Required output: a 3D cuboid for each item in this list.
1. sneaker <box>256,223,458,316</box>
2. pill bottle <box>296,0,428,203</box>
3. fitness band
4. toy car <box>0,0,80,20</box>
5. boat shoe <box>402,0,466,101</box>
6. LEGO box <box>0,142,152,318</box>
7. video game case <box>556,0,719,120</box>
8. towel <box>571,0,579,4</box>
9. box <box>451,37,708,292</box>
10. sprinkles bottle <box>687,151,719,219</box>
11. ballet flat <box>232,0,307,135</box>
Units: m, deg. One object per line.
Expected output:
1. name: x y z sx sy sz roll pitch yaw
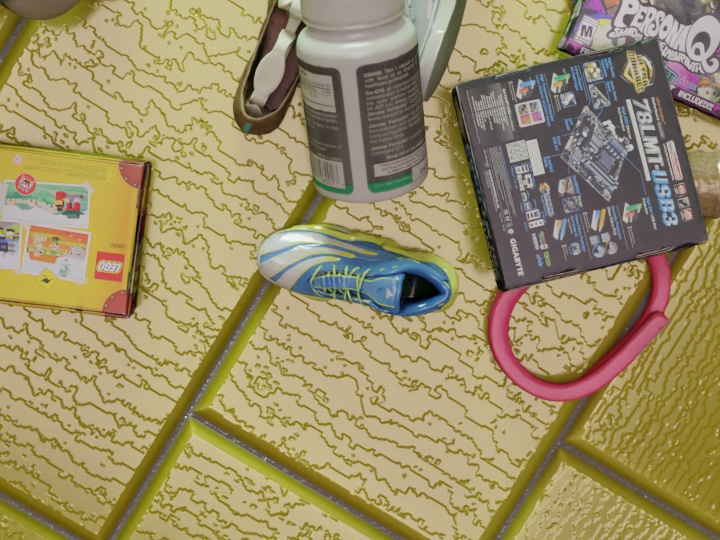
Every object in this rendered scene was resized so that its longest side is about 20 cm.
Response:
1. sneaker: 0.000 0.000 1.558 0.199 0.105 0.076 7 95 -4
2. pill bottle: 0.001 -0.173 1.509 0.113 0.113 0.201 -7 117 -2
3. fitness band: 0.218 0.036 1.609 0.200 0.037 0.144 -45 93 1
4. toy car: -0.333 -0.343 1.509 0.200 0.184 0.177 32 125 34
5. boat shoe: 0.063 -0.265 1.563 0.071 0.070 0.202 14 94 12
6. LEGO box: -0.307 -0.042 1.553 0.199 0.077 0.150 7 95 -4
7. video game case: 0.315 -0.257 1.568 0.199 0.036 0.182 23 95 -7
8. towel: 0.310 -0.309 1.590 0.145 0.024 0.200 35 94 -7
9. box: 0.203 -0.098 1.520 0.198 0.050 0.201 -14 88 -5
10. sprinkles bottle: 0.253 -0.086 1.580 0.199 0.068 0.069 2 95 -3
11. ballet flat: -0.070 -0.223 1.551 0.068 0.072 0.201 25 93 -3
